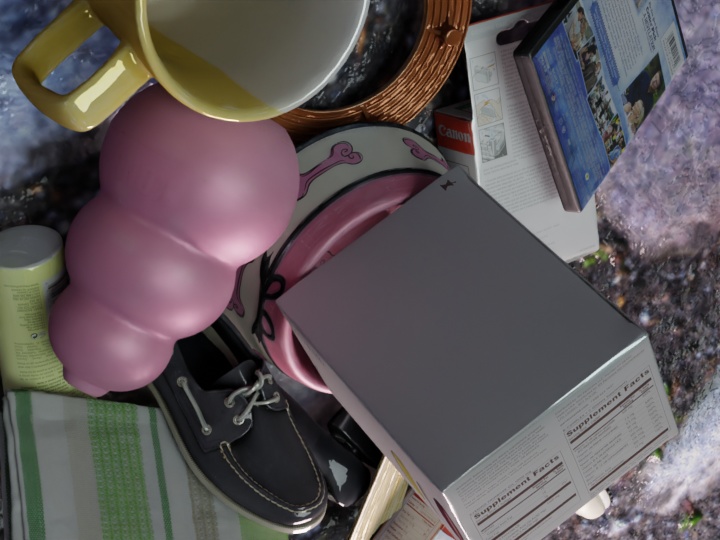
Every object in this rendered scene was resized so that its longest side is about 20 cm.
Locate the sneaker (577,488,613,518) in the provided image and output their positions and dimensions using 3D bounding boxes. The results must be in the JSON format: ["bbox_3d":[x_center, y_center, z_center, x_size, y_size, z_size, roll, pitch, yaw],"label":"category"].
[{"bbox_3d":[0.130,0.161,1.359,0.093,0.070,0.200,-39,133,6],"label":"sneaker"}]

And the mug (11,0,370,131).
[{"bbox_3d":[-0.111,-0.176,0.948,0.186,0.153,0.150,-15,120,-30],"label":"mug"}]

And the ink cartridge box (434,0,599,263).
[{"bbox_3d":[0.113,-0.096,1.218,0.109,0.050,0.200,-19,112,-28],"label":"ink cartridge box"}]

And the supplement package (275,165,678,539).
[{"bbox_3d":[0.071,0.060,1.044,0.156,0.200,0.111,-36,138,-8],"label":"supplement package"}]

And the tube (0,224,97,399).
[{"bbox_3d":[-0.206,0.066,1.069,0.058,0.052,0.200,1,125,6],"label":"tube"}]

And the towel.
[{"bbox_3d":[-0.136,0.155,1.050,0.200,0.149,0.031,12,144,-34],"label":"towel"}]

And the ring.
[{"bbox_3d":[-0.013,-0.164,1.091,0.200,0.019,0.201,-13,123,-20],"label":"ring"}]

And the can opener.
[{"bbox_3d":[-0.050,0.113,1.193,0.200,0.063,0.079,40,65,-45],"label":"can opener"}]

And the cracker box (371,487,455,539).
[{"bbox_3d":[0.043,0.281,1.348,0.200,0.058,0.134,-52,132,-3],"label":"cracker box"}]

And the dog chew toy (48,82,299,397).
[{"bbox_3d":[-0.123,-0.016,1.004,0.124,0.124,0.200,29,91,-42],"label":"dog chew toy"}]

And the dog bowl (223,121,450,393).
[{"bbox_3d":[0.000,0.000,1.146,0.200,0.074,0.200,-21,132,-24],"label":"dog bowl"}]

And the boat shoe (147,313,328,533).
[{"bbox_3d":[-0.088,0.082,1.064,0.073,0.200,0.063,-31,165,-33],"label":"boat shoe"}]

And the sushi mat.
[{"bbox_3d":[0.033,0.133,1.229,0.096,0.012,0.200,-40,157,-47],"label":"sushi mat"}]

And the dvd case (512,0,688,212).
[{"bbox_3d":[0.182,-0.159,1.215,0.200,0.018,0.143,-52,133,-34],"label":"dvd case"}]
